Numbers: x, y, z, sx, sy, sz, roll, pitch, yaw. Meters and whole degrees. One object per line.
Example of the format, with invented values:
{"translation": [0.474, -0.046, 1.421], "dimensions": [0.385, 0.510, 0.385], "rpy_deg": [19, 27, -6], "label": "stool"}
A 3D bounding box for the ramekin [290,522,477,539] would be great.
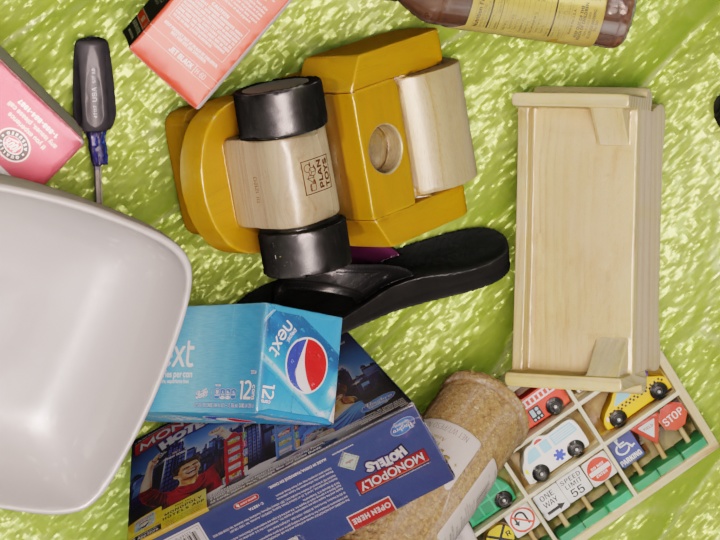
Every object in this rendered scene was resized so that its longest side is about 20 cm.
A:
{"translation": [-0.018, 0.227, 1.553], "dimensions": [0.199, 0.201, 0.098], "rpy_deg": [-9, 134, -6], "label": "ramekin"}

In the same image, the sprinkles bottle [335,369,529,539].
{"translation": [0.035, 0.150, 1.511], "dimensions": [0.068, 0.068, 0.200], "rpy_deg": [52, 49, -15], "label": "sprinkles bottle"}

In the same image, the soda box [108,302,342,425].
{"translation": [-0.100, 0.059, 1.498], "dimensions": [0.064, 0.199, 0.068], "rpy_deg": [12, 80, -41], "label": "soda box"}

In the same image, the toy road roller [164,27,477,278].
{"translation": [-0.035, -0.077, 1.541], "dimensions": [0.199, 0.145, 0.124], "rpy_deg": [-22, 108, -42], "label": "toy road roller"}

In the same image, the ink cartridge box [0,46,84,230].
{"translation": [-0.290, -0.063, 1.486], "dimensions": [0.200, 0.083, 0.145], "rpy_deg": [-45, 105, 2], "label": "ink cartridge box"}

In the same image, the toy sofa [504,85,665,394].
{"translation": [0.148, -0.020, 1.576], "dimensions": [0.082, 0.097, 0.202], "rpy_deg": [2, 94, 21], "label": "toy sofa"}

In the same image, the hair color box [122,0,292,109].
{"translation": [-0.063, -0.201, 1.504], "dimensions": [0.061, 0.102, 0.200], "rpy_deg": [41, 93, -14], "label": "hair color box"}

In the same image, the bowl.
{"translation": [-0.218, 0.036, 1.450], "dimensions": [0.199, 0.075, 0.201], "rpy_deg": [17, 106, -27], "label": "bowl"}

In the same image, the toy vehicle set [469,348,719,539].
{"translation": [0.132, 0.125, 1.640], "dimensions": [0.199, 0.027, 0.125], "rpy_deg": [-35, 104, 0], "label": "toy vehicle set"}

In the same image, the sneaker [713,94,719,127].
{"translation": [0.313, -0.150, 1.584], "dimensions": [0.086, 0.080, 0.200], "rpy_deg": [40, 88, -4], "label": "sneaker"}

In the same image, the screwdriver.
{"translation": [-0.167, -0.052, 1.560], "dimensions": [0.029, 0.028, 0.202], "rpy_deg": [-15, 108, -34], "label": "screwdriver"}

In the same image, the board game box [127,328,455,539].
{"translation": [-0.048, 0.109, 1.528], "dimensions": [0.199, 0.200, 0.062], "rpy_deg": [-27, 111, 8], "label": "board game box"}

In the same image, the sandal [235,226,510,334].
{"translation": [0.000, -0.001, 1.570], "dimensions": [0.199, 0.075, 0.048], "rpy_deg": [-18, 119, -13], "label": "sandal"}

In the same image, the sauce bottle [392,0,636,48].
{"translation": [0.077, -0.187, 1.547], "dimensions": [0.198, 0.065, 0.065], "rpy_deg": [8, 101, -9], "label": "sauce bottle"}
